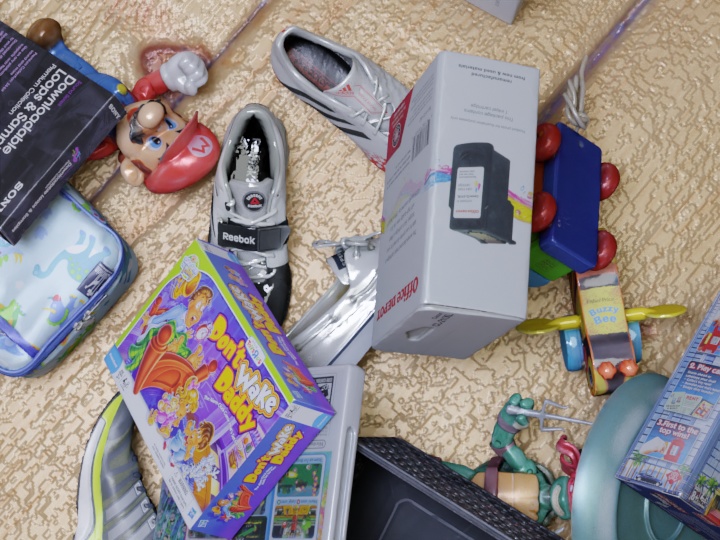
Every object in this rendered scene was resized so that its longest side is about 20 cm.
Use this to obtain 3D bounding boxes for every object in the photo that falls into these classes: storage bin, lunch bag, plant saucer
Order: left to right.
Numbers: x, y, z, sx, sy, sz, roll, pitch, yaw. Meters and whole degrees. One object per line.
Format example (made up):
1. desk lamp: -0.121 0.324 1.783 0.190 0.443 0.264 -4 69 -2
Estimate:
1. lunch bag: -0.299 -0.016 1.324 0.200 0.082 0.161 44 89 7
2. storage bin: 0.045 0.225 1.204 0.200 0.094 0.135 30 98 28
3. plant saucer: 0.230 0.181 1.241 0.027 0.200 0.200 3 81 41

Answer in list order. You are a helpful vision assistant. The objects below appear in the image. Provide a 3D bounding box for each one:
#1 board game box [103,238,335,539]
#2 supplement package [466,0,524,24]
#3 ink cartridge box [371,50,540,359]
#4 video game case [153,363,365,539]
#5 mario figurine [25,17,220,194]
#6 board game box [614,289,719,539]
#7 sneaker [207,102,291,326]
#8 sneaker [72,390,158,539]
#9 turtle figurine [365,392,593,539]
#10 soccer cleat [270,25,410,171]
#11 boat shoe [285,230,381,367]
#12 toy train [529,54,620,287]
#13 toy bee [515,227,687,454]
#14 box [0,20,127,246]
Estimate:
1. board game box: -0.115 0.089 1.236 0.135 0.045 0.200 -51 45 16
2. supplement package: 0.132 -0.330 1.334 0.109 0.114 0.200 29 83 4
3. ink cartridge box: 0.071 -0.044 1.216 0.083 0.146 0.200 9 73 -13
4. video game case: -0.084 0.168 1.224 0.200 0.024 0.182 -9 68 42
5. mario figurine: -0.205 -0.140 1.320 0.200 0.106 0.124 29 105 10
6. board game box: 0.303 0.108 1.235 0.062 0.200 0.200 13 75 44
7. sneaker: -0.095 -0.041 1.319 0.074 0.089 0.200 -2 84 0
8. sneaker: -0.193 0.196 1.307 0.081 0.074 0.200 6 89 -7
9. turtle figurine: 0.108 0.184 1.281 0.200 0.101 0.150 -6 68 16
10. soccer cleat: 0.008 -0.138 1.328 0.200 0.085 0.069 37 85 5
11. boat shoe: -0.001 0.000 1.315 0.086 0.075 0.202 39 92 -12
12. toy train: 0.146 -0.074 1.315 0.085 0.116 0.200 30 50 -28
13. toy bee: 0.206 0.058 1.289 0.131 0.109 0.200 -28 83 -3
14. box: -0.307 -0.128 1.284 0.200 0.036 0.143 33 77 22
